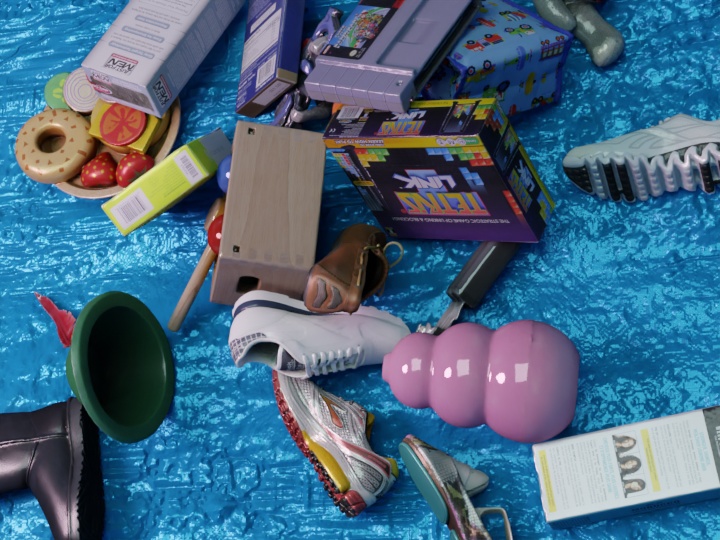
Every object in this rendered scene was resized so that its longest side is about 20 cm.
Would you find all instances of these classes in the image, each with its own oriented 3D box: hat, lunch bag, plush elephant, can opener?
[{"bbox_3d":[-0.323,0.118,1.603,0.175,0.200,0.167,-14,105,27],"label":"hat"},{"bbox_3d":[0.113,-0.260,1.591,0.150,0.094,0.200,-20,50,-26],"label":"lunch bag"},{"bbox_3d":[0.240,-0.361,1.580,0.200,0.155,0.165,38,85,24],"label":"plush elephant"},{"bbox_3d":[0.124,0.029,1.540,0.066,0.053,0.201,34,83,-11],"label":"can opener"}]

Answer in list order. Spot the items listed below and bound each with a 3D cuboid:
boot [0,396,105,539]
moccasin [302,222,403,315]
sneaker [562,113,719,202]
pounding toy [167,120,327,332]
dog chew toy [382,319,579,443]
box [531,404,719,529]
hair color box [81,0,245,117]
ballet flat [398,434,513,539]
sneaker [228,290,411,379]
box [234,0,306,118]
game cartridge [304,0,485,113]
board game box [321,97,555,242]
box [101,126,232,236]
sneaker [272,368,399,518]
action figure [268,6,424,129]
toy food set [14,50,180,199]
[{"bbox_3d":[-0.376,0.243,1.589,0.167,0.077,0.201,-13,61,8],"label":"boot"},{"bbox_3d":[0.000,-0.002,1.512,0.077,0.201,0.074,16,104,8],"label":"moccasin"},{"bbox_3d":[0.317,-0.125,1.526,0.198,0.075,0.082,-2,56,14],"label":"sneaker"},{"bbox_3d":[-0.127,-0.037,1.569,0.141,0.200,0.185,8,70,-8],"label":"pounding toy"},{"bbox_3d":[0.122,0.109,1.453,0.198,0.125,0.125,4,72,8],"label":"dog chew toy"},{"bbox_3d":[0.278,0.198,1.424,0.199,0.049,0.083,-13,68,12],"label":"box"},{"bbox_3d":[-0.233,-0.287,1.705,0.098,0.061,0.201,20,64,25],"label":"hair color box"},{"bbox_3d":[0.111,0.250,1.454,0.071,0.069,0.201,-23,69,-12],"label":"ballet flat"},{"bbox_3d":[-0.042,0.081,1.517,0.198,0.077,0.081,6,43,-7],"label":"sneaker"},{"bbox_3d":[-0.103,-0.294,1.688,0.032,0.121,0.202,13,70,-26],"label":"box"},{"bbox_3d":[0.038,-0.251,1.519,0.129,0.039,0.200,15,55,29],"label":"game cartridge"},{"bbox_3d":[0.082,-0.103,1.498,0.199,0.166,0.057,3,52,38],"label":"board game box"},{"bbox_3d":[-0.211,-0.104,1.617,0.122,0.200,0.048,-35,96,11],"label":"box"},{"bbox_3d":[-0.031,0.167,1.525,0.082,0.078,0.200,-29,66,-15],"label":"sneaker"},{"bbox_3d":[-0.030,-0.189,1.654,0.194,0.104,0.200,51,118,32],"label":"action figure"},{"bbox_3d":[-0.313,-0.182,1.737,0.199,0.049,0.199,18,74,23],"label":"toy food set"}]
